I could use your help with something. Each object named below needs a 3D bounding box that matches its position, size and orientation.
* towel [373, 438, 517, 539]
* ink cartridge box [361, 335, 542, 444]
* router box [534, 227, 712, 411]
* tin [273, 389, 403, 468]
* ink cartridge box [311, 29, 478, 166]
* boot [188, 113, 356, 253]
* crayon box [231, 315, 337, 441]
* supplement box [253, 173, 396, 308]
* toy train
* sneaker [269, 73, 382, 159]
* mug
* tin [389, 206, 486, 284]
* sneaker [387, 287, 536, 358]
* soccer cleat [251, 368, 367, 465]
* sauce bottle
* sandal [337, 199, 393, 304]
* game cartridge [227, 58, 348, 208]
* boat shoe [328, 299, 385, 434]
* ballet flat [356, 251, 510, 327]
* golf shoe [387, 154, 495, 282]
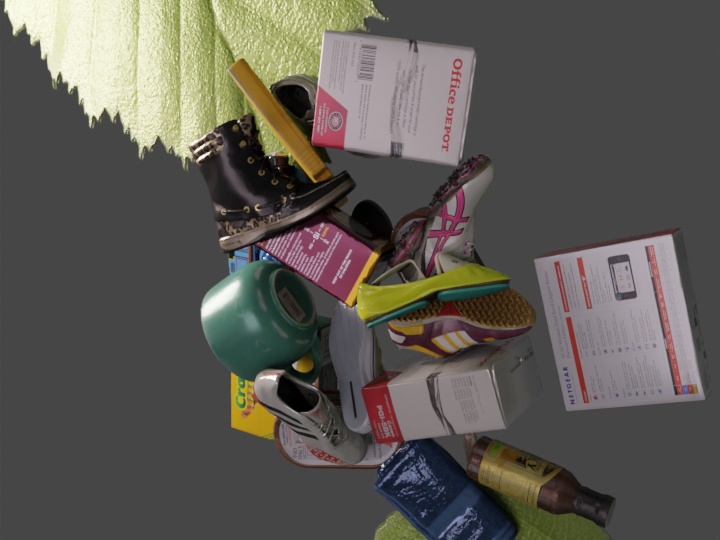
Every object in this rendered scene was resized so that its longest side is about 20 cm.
[{"bbox_3d":[0.119,0.329,1.294,0.200,0.049,0.112,45,105,2],"label":"towel"},{"bbox_3d":[0.124,0.159,1.224,0.197,0.146,0.084,-14,96,34],"label":"ink cartridge box"},{"bbox_3d":[0.323,0.064,1.137,0.177,0.049,0.204,-10,95,33],"label":"router box"},{"bbox_3d":[-0.031,0.235,1.350,0.196,0.042,0.114,-1,110,7],"label":"tin"},{"bbox_3d":[0.047,-0.222,1.187,0.196,0.084,0.148,9,101,10],"label":"ink cartridge box"},{"bbox_3d":[-0.117,-0.124,1.157,0.197,0.073,0.153,-23,92,22],"label":"boot"},{"bbox_3d":[-0.120,0.163,1.429,0.170,0.058,0.204,10,105,30],"label":"crayon box"},{"bbox_3d":[-0.061,-0.045,1.245,0.198,0.110,0.087,32,103,8],"label":"supplement box"},{"bbox_3d":[-0.141,-0.078,1.376,0.113,0.086,0.204,10,106,36],"label":"toy train"},{"bbox_3d":[-0.045,-0.210,1.286,0.198,0.082,0.076,30,115,23],"label":"sneaker"},{"bbox_3d":[-0.122,0.069,1.304,0.114,0.184,0.154,-32,55,28],"label":"mug"},{"bbox_3d":[0.114,0.009,1.264,0.112,0.042,0.202,-36,81,36],"label":"tin"},{"bbox_3d":[0.133,0.071,1.211,0.196,0.076,0.091,2,139,17],"label":"sneaker"},{"bbox_3d":[-0.061,0.201,1.256,0.199,0.069,0.085,41,150,-17],"label":"soccer cleat"},{"bbox_3d":[0.241,0.285,1.230,0.197,0.064,0.066,19,110,25],"label":"sauce bottle"},{"bbox_3d":[0.000,0.000,1.326,0.074,0.045,0.204,20,111,27],"label":"sandal"},{"bbox_3d":[-0.095,-0.184,1.276,0.032,0.176,0.201,-40,80,0],"label":"game cartridge"},{"bbox_3d":[0.001,0.133,1.298,0.071,0.062,0.204,-21,64,34],"label":"boat shoe"},{"bbox_3d":[0.088,0.015,1.157,0.196,0.067,0.068,-16,78,4],"label":"ballet flat"},{"bbox_3d":[0.121,-0.059,1.191,0.091,0.073,0.201,35,120,-3],"label":"golf shoe"}]
